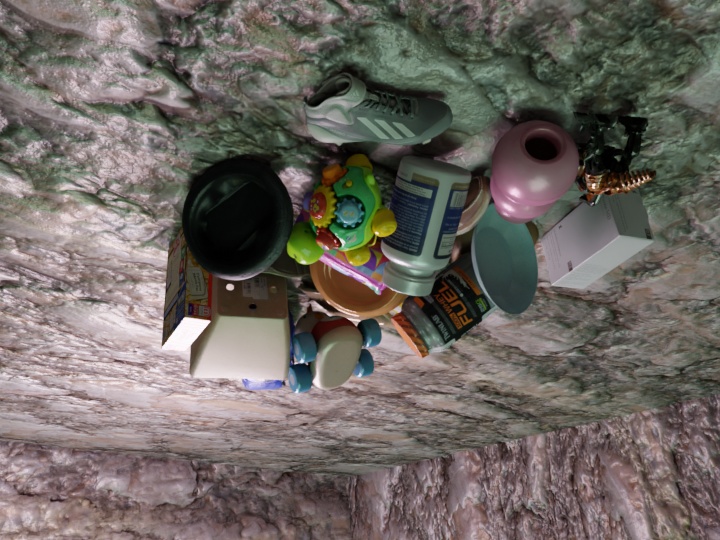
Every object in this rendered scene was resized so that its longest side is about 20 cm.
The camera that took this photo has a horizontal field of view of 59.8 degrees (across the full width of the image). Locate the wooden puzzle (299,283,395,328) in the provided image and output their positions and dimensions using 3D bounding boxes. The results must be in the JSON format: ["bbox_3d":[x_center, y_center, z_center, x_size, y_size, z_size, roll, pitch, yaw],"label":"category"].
[{"bbox_3d":[-0.011,0.074,1.367,0.200,0.046,0.185,11,161,28],"label":"wooden puzzle"}]

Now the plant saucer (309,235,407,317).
[{"bbox_3d":[0.000,0.000,1.143,0.200,0.037,0.201,5,116,11],"label":"plant saucer"}]

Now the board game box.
[{"bbox_3d":[-0.302,0.021,1.090,0.046,0.200,0.151,11,150,-28],"label":"board game box"}]

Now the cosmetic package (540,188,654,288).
[{"bbox_3d":[0.428,-0.058,1.148,0.081,0.113,0.200,5,150,-18],"label":"cosmetic package"}]

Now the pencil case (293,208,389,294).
[{"bbox_3d":[-0.030,-0.035,1.068,0.200,0.089,0.088,26,149,0],"label":"pencil case"}]

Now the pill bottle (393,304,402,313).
[{"bbox_3d":[0.093,0.034,1.274,0.111,0.112,0.200,-19,149,26],"label":"pill bottle"}]

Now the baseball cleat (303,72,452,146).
[{"bbox_3d":[0.024,-0.213,0.829,0.199,0.070,0.107,-7,153,3],"label":"baseball cleat"}]

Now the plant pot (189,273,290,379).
[{"bbox_3d":[-0.232,0.086,1.258,0.199,0.200,0.177,4,141,-17],"label":"plant pot"}]

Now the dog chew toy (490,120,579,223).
[{"bbox_3d":[0.255,-0.138,0.960,0.124,0.125,0.200,-4,159,-1],"label":"dog chew toy"}]

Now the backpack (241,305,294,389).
[{"bbox_3d":[-0.220,0.176,1.448,0.162,0.168,0.200,-6,150,-12],"label":"backpack"}]

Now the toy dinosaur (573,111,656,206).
[{"bbox_3d":[0.362,-0.156,0.909,0.102,0.136,0.200,-5,-161,-32],"label":"toy dinosaur"}]

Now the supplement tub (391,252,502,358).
[{"bbox_3d":[0.164,0.069,1.179,0.200,0.123,0.123,-38,152,-6],"label":"supplement tub"}]

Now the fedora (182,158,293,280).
[{"bbox_3d":[-0.181,-0.081,0.995,0.200,0.201,0.092,-17,180,23],"label":"fedora"}]

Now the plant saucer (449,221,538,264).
[{"bbox_3d":[0.254,-0.040,1.237,0.200,0.036,0.200,-4,153,-2],"label":"plant saucer"}]

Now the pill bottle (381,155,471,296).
[{"bbox_3d":[0.094,-0.068,0.969,0.111,0.111,0.201,6,109,-20],"label":"pill bottle"}]

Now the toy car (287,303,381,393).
[{"bbox_3d":[-0.086,0.137,1.364,0.184,0.200,0.177,-10,132,-27],"label":"toy car"}]

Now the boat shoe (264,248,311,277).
[{"bbox_3d":[-0.170,-0.029,1.180,0.202,0.075,0.075,2,-172,-28],"label":"boat shoe"}]

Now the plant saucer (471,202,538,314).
[{"bbox_3d":[0.247,-0.019,1.109,0.201,0.202,0.039,21,156,-40],"label":"plant saucer"}]

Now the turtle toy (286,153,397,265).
[{"bbox_3d":[-0.040,-0.080,0.958,0.101,0.146,0.200,2,144,-38],"label":"turtle toy"}]

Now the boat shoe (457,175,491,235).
[{"bbox_3d":[0.145,-0.098,1.069,0.072,0.076,0.200,14,145,-26],"label":"boat shoe"}]
